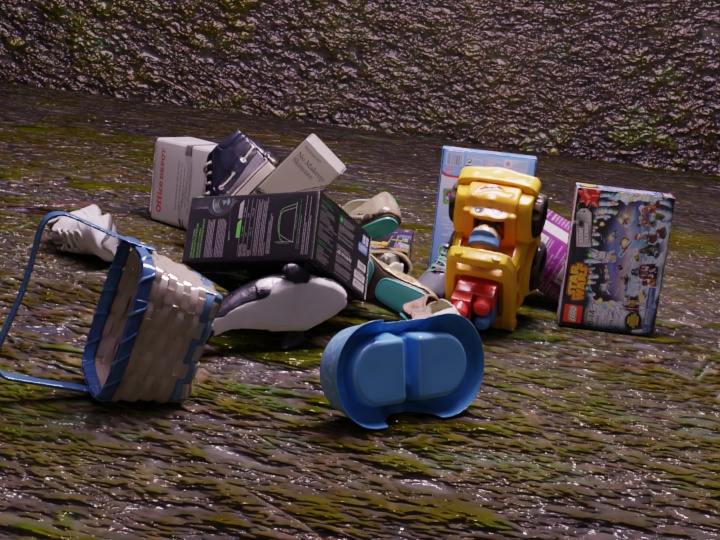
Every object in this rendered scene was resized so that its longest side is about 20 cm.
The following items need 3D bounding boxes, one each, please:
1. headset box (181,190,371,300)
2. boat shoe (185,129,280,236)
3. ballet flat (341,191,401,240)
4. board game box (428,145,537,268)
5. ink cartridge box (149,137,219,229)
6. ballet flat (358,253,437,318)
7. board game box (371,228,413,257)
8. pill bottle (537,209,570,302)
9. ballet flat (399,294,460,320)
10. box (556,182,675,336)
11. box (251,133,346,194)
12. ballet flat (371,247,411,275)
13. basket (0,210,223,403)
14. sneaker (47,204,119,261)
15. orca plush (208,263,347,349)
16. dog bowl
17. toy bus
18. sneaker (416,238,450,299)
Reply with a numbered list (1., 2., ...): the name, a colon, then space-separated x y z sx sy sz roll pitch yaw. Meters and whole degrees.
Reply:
1. headset box: -0.111 -0.027 1.543 0.199 0.093 0.174 -2 -19 24
2. boat shoe: -0.228 -0.136 1.910 0.093 0.200 0.075 45 -1 -4
3. ballet flat: -0.031 -0.057 1.778 0.199 0.068 0.076 -27 51 14
4. board game box: 0.194 -0.090 1.908 0.150 0.201 0.037 7 13 3
5. ink cartridge box: -0.260 -0.142 2.036 0.199 0.145 0.084 17 16 35
6. ballet flat: 0.023 0.017 1.629 0.199 0.071 0.071 29 20 15
7. board game box: -0.019 -0.035 1.896 0.198 0.057 0.165 7 15 3
8. pill bottle: 0.264 -0.038 1.788 0.199 0.113 0.112 33 20 10
9. ballet flat: 0.093 0.068 1.478 0.067 0.068 0.200 -29 17 1
10. box: 0.357 -0.015 1.674 0.136 0.201 0.040 6 13 4
11. box: -0.121 -0.118 1.885 0.082 0.200 0.068 44 15 -4
12. ballet flat: 0.000 0.000 1.711 0.070 0.071 0.199 18 16 40
13. basket: -0.258 0.050 1.222 0.199 0.177 0.139 20 6 -31
14. sneaker: -0.414 -0.048 1.787 0.087 0.075 0.200 -14 14 -23
15. orca plush: -0.118 0.045 1.455 0.199 0.106 0.071 -27 28 -21
16. dog bowl: 0.043 0.104 1.269 0.199 0.112 0.049 -4 3 -35
17. toy bus: 0.168 -0.012 1.615 0.135 0.201 0.192 11 41 18
18. sneaker: 0.122 -0.006 1.771 0.074 0.088 0.200 10 14 18
